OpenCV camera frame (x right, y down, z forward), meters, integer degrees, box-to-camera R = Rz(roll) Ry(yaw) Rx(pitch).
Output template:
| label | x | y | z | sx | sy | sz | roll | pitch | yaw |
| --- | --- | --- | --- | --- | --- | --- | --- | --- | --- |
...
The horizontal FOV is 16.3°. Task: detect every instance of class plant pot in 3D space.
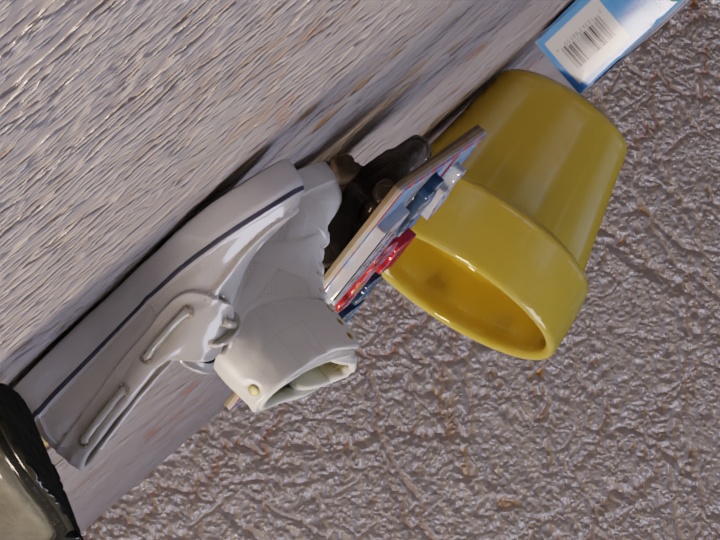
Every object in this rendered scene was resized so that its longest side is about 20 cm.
| label | x | y | z | sx | sy | sz | roll | pitch | yaw |
| --- | --- | --- | --- | --- | --- | --- | --- | --- | --- |
| plant pot | 0.124 | -0.057 | 2.112 | 0.189 | 0.200 | 0.201 | -56 | -179 | -14 |

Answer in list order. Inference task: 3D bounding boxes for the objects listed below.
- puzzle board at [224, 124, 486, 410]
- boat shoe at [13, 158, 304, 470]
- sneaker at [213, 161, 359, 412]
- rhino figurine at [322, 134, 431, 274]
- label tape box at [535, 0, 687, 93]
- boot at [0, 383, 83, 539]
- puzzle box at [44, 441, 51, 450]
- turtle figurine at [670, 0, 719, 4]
| label | x | y | z | sx | sy | sz | roll | pitch | yaw |
| --- | --- | --- | --- | --- | --- | --- | --- | --- | --- |
| puzzle board | 0.000 | 0.000 | 1.613 | 0.200 | 0.017 | 0.151 | -52 | 173 | 28 |
| boat shoe | -0.096 | 0.026 | 1.326 | 0.200 | 0.066 | 0.072 | -42 | 177 | 5 |
| sneaker | -0.041 | 0.016 | 1.466 | 0.074 | 0.116 | 0.200 | -45 | 177 | 35 |
| rhino figurine | -0.014 | -0.036 | 1.644 | 0.200 | 0.060 | 0.088 | -42 | 174 | -41 |
| label tape box | 0.248 | -0.242 | 2.132 | 0.143 | 0.066 | 0.200 | -44 | 176 | 34 |
| boot | -0.216 | 0.134 | 1.296 | 0.130 | 0.068 | 0.200 | -22 | 158 | -8 |
| puzzle box | -0.155 | 0.062 | 1.514 | 0.133 | 0.025 | 0.200 | -42 | 178 | 21 |
| turtle figurine | 0.154 | -0.193 | 1.102 | 0.199 | 0.101 | 0.150 | -14 | 141 | -51 |
